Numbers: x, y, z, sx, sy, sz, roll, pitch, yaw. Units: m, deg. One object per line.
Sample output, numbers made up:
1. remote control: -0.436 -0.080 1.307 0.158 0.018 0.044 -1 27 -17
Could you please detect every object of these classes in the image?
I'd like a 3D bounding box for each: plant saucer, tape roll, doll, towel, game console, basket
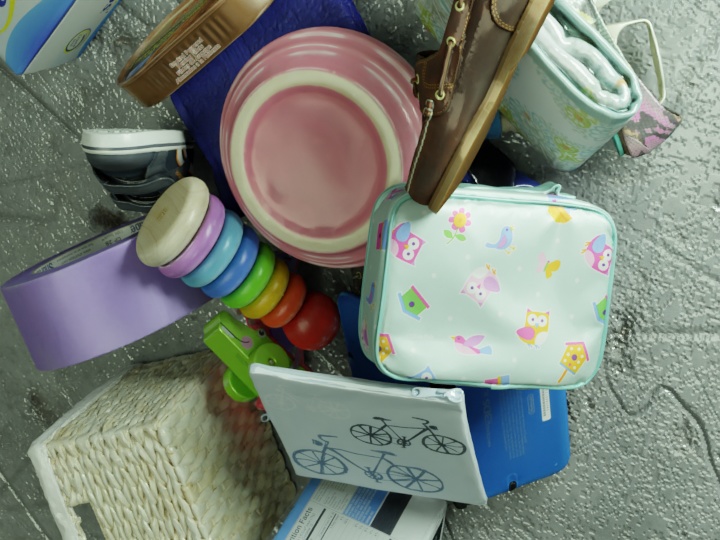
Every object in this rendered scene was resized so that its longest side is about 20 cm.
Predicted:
1. plant saucer: -0.030 -0.094 0.946 0.198 0.051 0.204 7 112 17
2. tape roll: -0.231 0.012 1.094 0.198 0.200 0.086 -16 102 29
3. doll: 0.101 -0.073 0.972 0.199 0.048 0.137 36 93 -3
4. towel: -0.068 -0.159 1.013 0.199 0.049 0.149 -35 76 27
5. game console: 0.087 0.101 1.045 0.168 0.119 0.202 -17 125 -9
6. towel: 0.121 -0.172 0.883 0.048 0.171 0.200 -41 87 -5
7. basket: -0.188 0.205 1.157 0.159 0.200 0.201 -15 104 23

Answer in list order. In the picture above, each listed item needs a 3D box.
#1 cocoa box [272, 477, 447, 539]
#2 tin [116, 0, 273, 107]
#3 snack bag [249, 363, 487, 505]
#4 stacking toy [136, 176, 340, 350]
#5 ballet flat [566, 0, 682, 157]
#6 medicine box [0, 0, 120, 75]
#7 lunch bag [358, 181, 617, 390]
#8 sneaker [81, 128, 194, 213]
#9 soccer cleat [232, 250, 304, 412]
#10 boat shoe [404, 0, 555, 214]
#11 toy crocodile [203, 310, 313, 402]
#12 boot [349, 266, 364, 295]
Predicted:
1. cocoa box: -0.007 0.301 1.113 0.130 0.134 0.202 21 136 16
2. tin: -0.137 -0.218 1.011 0.199 0.113 0.042 -32 122 32
3. snack bag: 0.007 0.136 0.967 0.186 0.022 0.201 7 146 18
4. stacking toy: -0.098 0.006 1.019 0.085 0.086 0.199 -33 125 31
5. ballet flat: 0.189 -0.186 0.902 0.071 0.069 0.201 -31 100 11
6. medicine box: -0.302 -0.319 1.053 0.200 0.103 0.182 49 122 1
7. lunch bag: 0.101 0.008 0.903 0.197 0.077 0.163 4 94 -14
8. sneaker: -0.191 -0.089 1.031 0.077 0.200 0.081 3 96 9
9. soccer cleat: -0.076 0.072 1.128 0.067 0.076 0.202 34 143 47
10. boat shoe: 0.071 -0.136 0.796 0.070 0.070 0.202 27 119 5
11. toy crocodile: -0.063 0.110 1.061 0.200 0.062 0.067 42 141 -5
12. boot: 0.000 0.000 1.057 0.197 0.069 0.177 4 113 24
